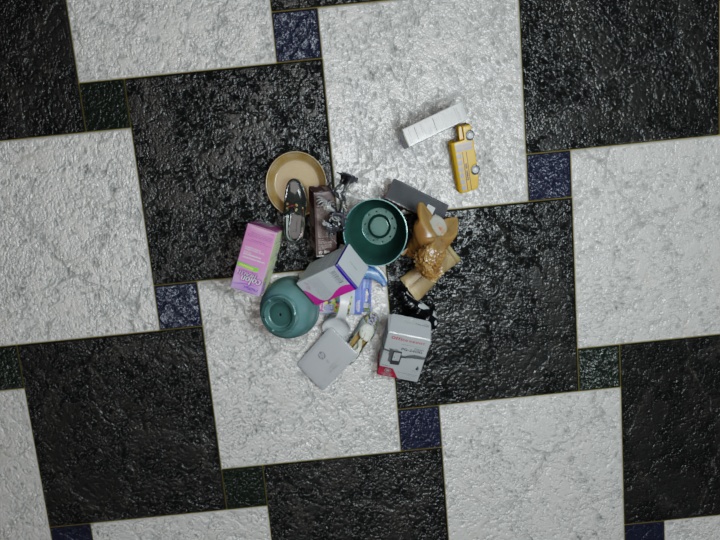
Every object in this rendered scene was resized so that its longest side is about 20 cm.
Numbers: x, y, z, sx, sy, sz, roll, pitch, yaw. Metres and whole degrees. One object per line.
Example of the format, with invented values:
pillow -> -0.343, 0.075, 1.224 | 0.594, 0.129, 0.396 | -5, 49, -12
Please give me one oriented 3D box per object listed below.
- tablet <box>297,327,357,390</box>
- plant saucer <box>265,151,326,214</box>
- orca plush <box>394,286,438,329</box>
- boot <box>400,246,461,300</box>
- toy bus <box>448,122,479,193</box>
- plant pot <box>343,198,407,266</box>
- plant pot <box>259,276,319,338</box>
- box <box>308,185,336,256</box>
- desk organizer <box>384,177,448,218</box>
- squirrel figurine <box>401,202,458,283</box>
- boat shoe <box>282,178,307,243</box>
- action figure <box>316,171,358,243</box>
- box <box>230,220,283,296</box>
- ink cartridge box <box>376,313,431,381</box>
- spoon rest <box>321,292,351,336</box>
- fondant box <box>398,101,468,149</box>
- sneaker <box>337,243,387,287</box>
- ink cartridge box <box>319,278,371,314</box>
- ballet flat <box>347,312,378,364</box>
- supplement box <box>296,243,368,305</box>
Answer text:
tablet -> -0.112, 0.295, 1.752 | 0.130, 0.014, 0.200 | 44, 113, 3
plant saucer -> -0.206, -0.279, 1.700 | 0.194, 0.035, 0.206 | 0, 98, 0
orca plush -> 0.189, 0.136, 1.714 | 0.103, 0.072, 0.202 | -20, 122, 19
boot -> 0.208, -0.029, 1.725 | 0.199, 0.066, 0.176 | -40, 95, 6
toy bus -> 0.326, -0.355, 1.661 | 0.076, 0.065, 0.204 | -14, 111, 2
plant pot -> 0.053, -0.130, 1.653 | 0.195, 0.161, 0.206 | 2, 103, 7
plant pot -> -0.241, 0.129, 1.687 | 0.195, 0.134, 0.206 | 1, 98, 10
box -> -0.120, -0.158, 1.662 | 0.073, 0.100, 0.205 | -7, 112, -13
desk organizer -> 0.173, -0.211, 1.686 | 0.196, 0.077, 0.073 | 26, 82, -4
squirrel figurine -> 0.194, -0.069, 1.600 | 0.138, 0.187, 0.205 | 13, 61, -20
boat shoe -> -0.208, -0.188, 1.666 | 0.072, 0.063, 0.207 | 2, 97, 2
action figure -> -0.078, -0.189, 1.549 | 0.100, 0.118, 0.205 | 15, 95, -31
box -> -0.321, -0.043, 1.660 | 0.094, 0.176, 0.205 | 16, 98, -3
ink cartridge box -> 0.139, 0.253, 1.709 | 0.141, 0.084, 0.203 | 11, 127, -1
spoon rest -> -0.069, 0.154, 1.709 | 0.097, 0.061, 0.203 | 10, 132, -6
fondant box -> 0.220, -0.446, 1.629 | 0.196, 0.144, 0.059 | -24, 99, 3
sneaker -> 0.000, 0.000, 1.706 | 0.197, 0.079, 0.090 | 32, 89, -4
ink cartridge box -> -0.059, 0.083, 1.749 | 0.194, 0.042, 0.123 | 2, 98, -3
ballet flat -> 0.002, 0.234, 1.754 | 0.071, 0.072, 0.202 | 35, 96, -5
supplement box -> -0.087, 0.016, 1.613 | 0.198, 0.104, 0.102 | -23, 117, 41
